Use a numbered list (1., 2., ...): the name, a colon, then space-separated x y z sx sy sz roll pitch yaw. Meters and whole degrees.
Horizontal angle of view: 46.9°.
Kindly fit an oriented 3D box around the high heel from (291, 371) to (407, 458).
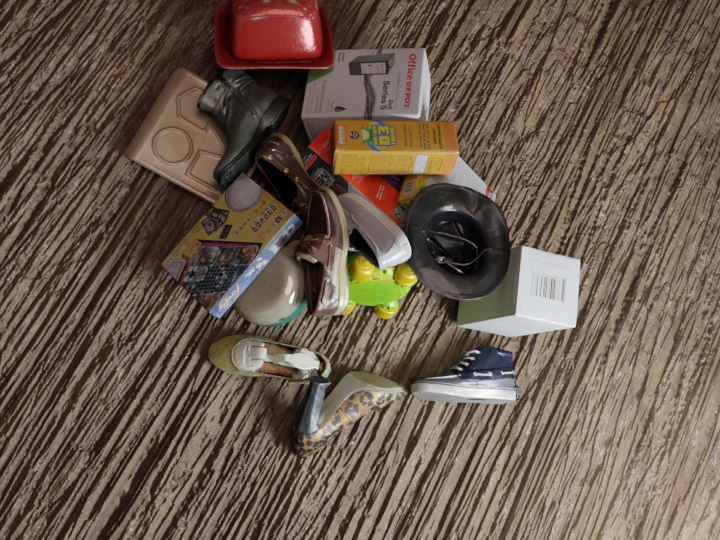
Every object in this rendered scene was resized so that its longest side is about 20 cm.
1. high heel: -0.020 0.242 1.371 0.199 0.071 0.143 6 109 -35

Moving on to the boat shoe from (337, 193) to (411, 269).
1. boat shoe: -0.001 -0.058 1.305 0.068 0.072 0.200 -27 44 -21

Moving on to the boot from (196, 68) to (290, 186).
1. boot: -0.216 -0.240 1.362 0.130 0.068 0.200 31 67 3

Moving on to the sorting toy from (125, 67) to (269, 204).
1. sorting toy: -0.263 -0.218 1.391 0.200 0.036 0.186 27 73 -5

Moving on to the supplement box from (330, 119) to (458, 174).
1. supplement box: 0.053 -0.197 1.332 0.199 0.069 0.067 -2 64 -5

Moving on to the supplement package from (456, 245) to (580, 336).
1. supplement package: 0.262 0.040 1.400 0.117 0.200 0.118 11 77 -20

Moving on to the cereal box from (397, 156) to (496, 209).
1. cereal box: 0.154 -0.125 1.433 0.200 0.039 0.144 40 56 -35

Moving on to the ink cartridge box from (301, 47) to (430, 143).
1. ink cartridge box: 0.013 -0.294 1.404 0.199 0.084 0.146 1 64 11

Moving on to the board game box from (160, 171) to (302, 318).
1. board game box: -0.204 -0.042 1.309 0.135 0.035 0.200 39 86 29

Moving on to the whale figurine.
1. whale figurine: -0.153 -0.002 1.353 0.159 0.104 0.200 -29 64 10

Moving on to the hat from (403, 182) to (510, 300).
1. hat: 0.146 -0.036 1.339 0.200 0.081 0.201 5 68 -13

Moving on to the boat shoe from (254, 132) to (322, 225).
1. boat shoe: -0.107 -0.127 1.368 0.200 0.070 0.070 52 39 -23

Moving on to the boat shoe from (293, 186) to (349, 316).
1. boat shoe: -0.065 -0.028 1.279 0.072 0.072 0.201 -6 95 -39

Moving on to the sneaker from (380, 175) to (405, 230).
1. sneaker: 0.059 -0.130 1.447 0.200 0.073 0.115 11 79 -14

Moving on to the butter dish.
1. butter dish: -0.143 -0.435 1.369 0.199 0.148 0.200 -1 47 -8

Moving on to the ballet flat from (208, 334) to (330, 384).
1. ballet flat: -0.142 0.141 1.335 0.199 0.071 0.071 13 76 -13

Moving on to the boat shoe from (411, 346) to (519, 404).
1. boat shoe: 0.178 0.176 1.427 0.199 0.075 0.093 8 70 -23

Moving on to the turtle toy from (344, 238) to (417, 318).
1. turtle toy: 0.000 0.000 1.378 0.199 0.146 0.101 7 56 -16

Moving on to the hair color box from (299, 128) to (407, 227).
1. hair color box: -0.018 -0.133 1.403 0.200 0.102 0.061 40 52 -5
